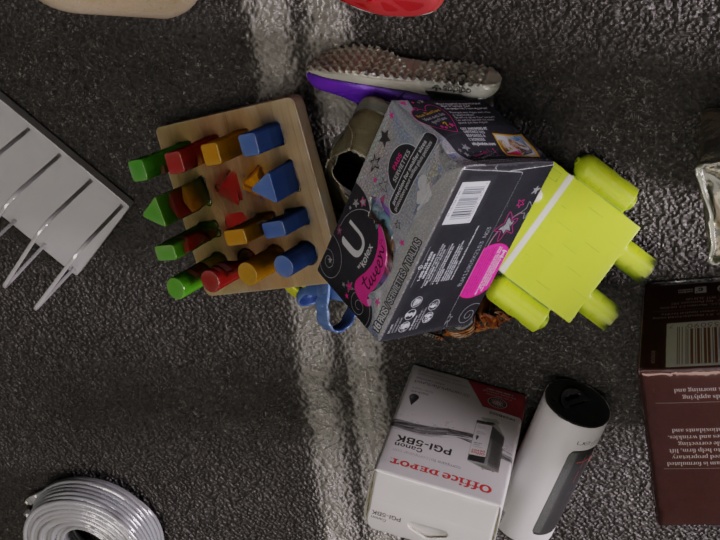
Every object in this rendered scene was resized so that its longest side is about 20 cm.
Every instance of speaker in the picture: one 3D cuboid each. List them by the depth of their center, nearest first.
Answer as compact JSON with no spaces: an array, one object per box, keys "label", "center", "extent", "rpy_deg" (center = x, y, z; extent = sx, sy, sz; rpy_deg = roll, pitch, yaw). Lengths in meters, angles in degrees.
[{"label":"speaker","center":[0.221,0.225,1.279],"extent":[0.081,0.081,0.201],"rpy_deg":[20,124,5]}]

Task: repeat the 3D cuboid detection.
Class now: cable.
[{"label":"cable","center":[-0.385,0.384,1.570],"extent":[0.199,0.069,0.200],"rpy_deg":[-35,106,31]}]

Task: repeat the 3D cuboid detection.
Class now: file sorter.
[{"label":"file sorter","center":[-0.398,-0.073,1.263],"extent":[0.200,0.125,0.139],"rpy_deg":[40,124,-9]}]

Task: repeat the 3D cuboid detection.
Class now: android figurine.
[{"label":"android figurine","center":[0.199,-0.033,1.117],"extent":[0.200,0.041,0.183],"rpy_deg":[38,95,-4]}]

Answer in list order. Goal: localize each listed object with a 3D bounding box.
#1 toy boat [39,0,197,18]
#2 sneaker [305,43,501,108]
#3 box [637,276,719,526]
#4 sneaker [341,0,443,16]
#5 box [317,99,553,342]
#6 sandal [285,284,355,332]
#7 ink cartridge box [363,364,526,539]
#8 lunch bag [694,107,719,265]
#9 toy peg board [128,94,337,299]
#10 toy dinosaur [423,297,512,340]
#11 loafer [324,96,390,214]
[{"label":"toy boat","center":[-0.249,-0.330,1.065],"extent":[0.199,0.131,0.131],"rpy_deg":[-3,132,-32]},{"label":"sneaker","center":[0.038,-0.164,1.104],"extent":[0.198,0.070,0.100],"rpy_deg":[11,125,11]},{"label":"box","center":[0.379,0.132,1.121],"extent":[0.164,0.165,0.201],"rpy_deg":[-4,119,19]},{"label":"sneaker","center":[-0.023,-0.271,1.030],"extent":[0.198,0.116,0.079],"rpy_deg":[15,124,8]},{"label":"box","center":[0.065,-0.050,1.036],"extent":[0.115,0.131,0.201],"rpy_deg":[47,128,34]},{"label":"sandal","center":[0.000,0.000,1.198],"extent":[0.200,0.079,0.088],"rpy_deg":[-41,66,40]},{"label":"ink cartridge box","center":[0.100,0.211,1.234],"extent":[0.146,0.200,0.083],"rpy_deg":[14,123,8]},{"label":"lunch bag","center":[0.409,-0.090,0.976],"extent":[0.198,0.164,0.118],"rpy_deg":[-8,112,22]},{"label":"toy peg board","center":[-0.139,-0.062,1.157],"extent":[0.198,0.098,0.202],"rpy_deg":[-6,107,35]},{"label":"toy dinosaur","center":[0.100,0.028,1.205],"extent":[0.198,0.103,0.136],"rpy_deg":[-18,137,9]},{"label":"loafer","center":[-0.008,-0.103,1.116],"extent":[0.075,0.070,0.200],"rpy_deg":[29,155,4]}]
